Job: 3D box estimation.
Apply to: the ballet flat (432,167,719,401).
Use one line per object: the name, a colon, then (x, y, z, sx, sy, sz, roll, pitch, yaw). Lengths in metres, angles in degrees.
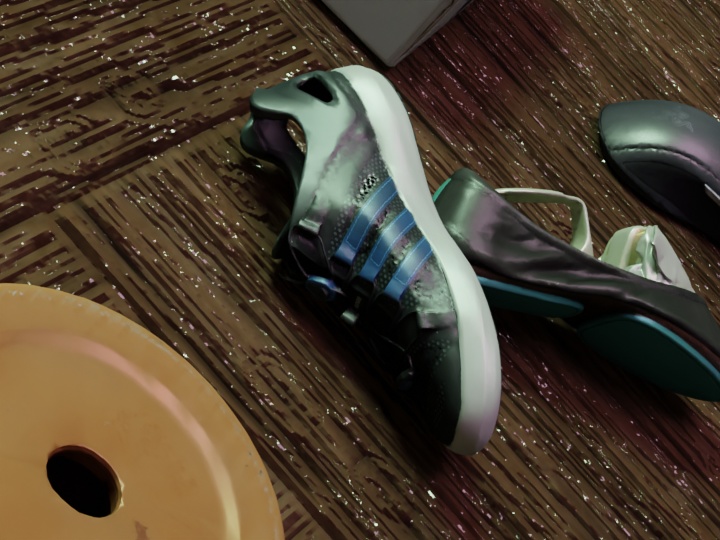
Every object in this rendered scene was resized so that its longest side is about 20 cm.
ballet flat: (0.116, 0.003, 1.001, 0.199, 0.068, 0.069, 23, 72, -29)

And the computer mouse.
computer mouse: (0.232, -0.062, 1.221, 0.199, 0.046, 0.141, 35, 36, -14)

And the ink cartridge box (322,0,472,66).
ink cartridge box: (0.026, -0.216, 1.136, 0.147, 0.083, 0.200, 45, 33, 0)

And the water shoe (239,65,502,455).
water shoe: (0.000, 0.000, 0.915, 0.078, 0.072, 0.201, -10, 59, -18)

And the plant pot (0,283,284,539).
plant pot: (-0.115, 0.098, 0.608, 0.199, 0.140, 0.201, 28, 37, -23)
